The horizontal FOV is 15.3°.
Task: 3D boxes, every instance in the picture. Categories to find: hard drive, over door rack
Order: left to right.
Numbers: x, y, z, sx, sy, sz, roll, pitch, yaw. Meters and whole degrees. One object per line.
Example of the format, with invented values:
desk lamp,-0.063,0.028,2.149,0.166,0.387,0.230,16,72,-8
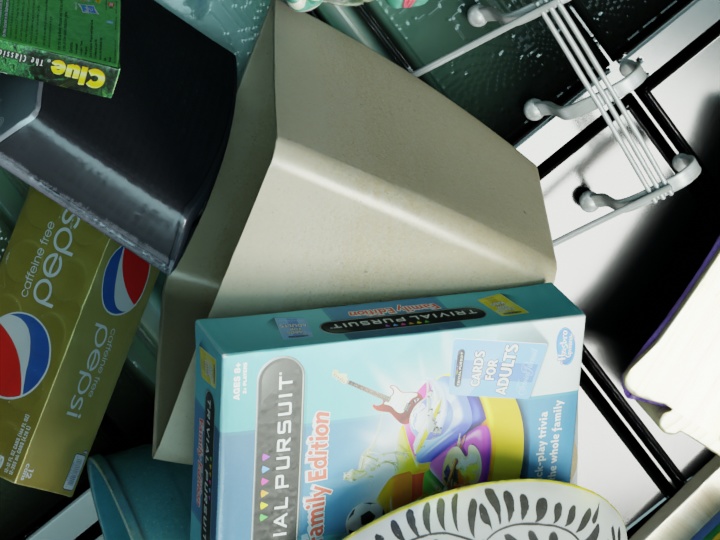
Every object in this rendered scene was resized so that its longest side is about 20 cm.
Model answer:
hard drive,-0.130,-0.092,1.469,0.134,0.200,0.042,34,119,-14
over door rack,0.080,-0.074,1.585,0.199,0.067,0.148,-30,106,13

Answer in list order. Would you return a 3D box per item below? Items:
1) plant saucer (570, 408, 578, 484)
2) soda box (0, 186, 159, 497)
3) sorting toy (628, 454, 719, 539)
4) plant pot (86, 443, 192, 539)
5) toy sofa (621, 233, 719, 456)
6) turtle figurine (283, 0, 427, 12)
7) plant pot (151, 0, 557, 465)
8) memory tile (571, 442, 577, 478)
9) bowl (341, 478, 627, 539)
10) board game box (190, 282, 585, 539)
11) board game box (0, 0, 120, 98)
plant saucer,0.102,0.162,1.573,0.050,0.200,0.202,1,103,3
soda box,-0.169,0.022,1.529,0.067,0.064,0.201,20,87,29
sorting toy,0.298,0.189,1.674,0.199,0.070,0.200,-44,106,2
plant pot,-0.039,0.170,1.557,0.187,0.200,0.201,-20,106,-12
toy sofa,0.236,0.010,1.616,0.097,0.083,0.201,31,96,-10
turtle figurine,-0.022,-0.196,1.511,0.199,0.101,0.150,24,58,-1
plant pot,0.000,0.000,1.487,0.176,0.200,0.201,18,116,-12
memory tile,0.019,0.150,1.451,0.153,0.017,0.201,25,101,-30
bowl,0.060,0.205,1.383,0.199,0.095,0.201,-14,143,-11
board game box,0.013,0.094,1.388,0.198,0.047,0.152,-6,114,-21
board game box,-0.180,-0.160,1.448,0.104,0.201,0.024,15,120,-13
